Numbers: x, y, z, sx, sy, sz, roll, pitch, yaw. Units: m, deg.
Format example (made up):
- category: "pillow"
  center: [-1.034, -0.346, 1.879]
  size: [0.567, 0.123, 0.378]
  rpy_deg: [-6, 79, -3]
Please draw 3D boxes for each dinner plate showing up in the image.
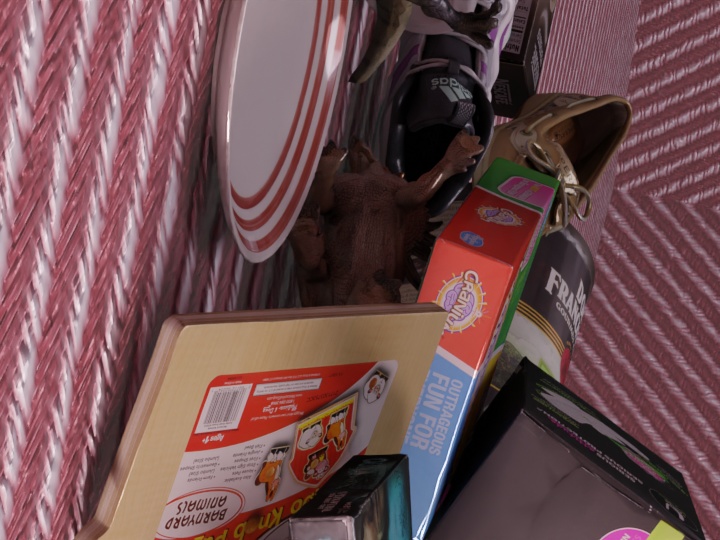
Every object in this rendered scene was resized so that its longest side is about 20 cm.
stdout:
- category: "dinner plate"
  center: [-0.037, -0.104, 0.874]
  size: [0.200, 0.024, 0.202]
  rpy_deg: [12, 90, -81]

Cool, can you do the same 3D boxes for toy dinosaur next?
- category: "toy dinosaur"
  center: [0.033, -0.159, 1.007]
  size: [0.201, 0.087, 0.048]
  rpy_deg: [85, 20, -57]
- category: "toy dinosaur"
  center: [0.000, 0.000, 1.048]
  size: [0.136, 0.085, 0.201]
  rpy_deg: [99, 14, -57]

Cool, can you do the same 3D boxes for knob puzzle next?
- category: "knob puzzle"
  center: [-0.056, 0.103, 0.824]
  size: [0.219, 0.030, 0.221]
  rpy_deg: [-33, 139, -34]

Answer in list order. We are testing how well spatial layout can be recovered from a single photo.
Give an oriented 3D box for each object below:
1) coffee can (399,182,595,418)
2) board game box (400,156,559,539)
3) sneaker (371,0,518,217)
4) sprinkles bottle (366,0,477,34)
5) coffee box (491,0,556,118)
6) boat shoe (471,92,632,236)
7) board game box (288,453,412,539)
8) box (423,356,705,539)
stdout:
- category: "coffee can"
  center: [0.065, 0.064, 1.282]
  size: [0.147, 0.145, 0.201]
  rpy_deg: [89, 17, -51]
- category: "board game box"
  center: [0.053, 0.035, 1.020]
  size: [0.200, 0.040, 0.154]
  rpy_deg: [-51, 159, -71]
- category: "sneaker"
  center: [0.056, -0.120, 1.135]
  size: [0.140, 0.077, 0.202]
  rpy_deg: [-96, -165, -75]
- category: "sprinkles bottle"
  center: [0.057, -0.230, 1.111]
  size: [0.068, 0.068, 0.201]
  rpy_deg: [87, 18, -55]
- category: "coffee box"
  center: [0.100, -0.220, 1.325]
  size: [0.113, 0.079, 0.202]
  rpy_deg: [65, 38, -75]
- category: "boat shoe"
  center: [0.123, -0.071, 1.237]
  size: [0.074, 0.062, 0.200]
  rpy_deg: [69, 28, -21]
- category: "board game box"
  center: [0.003, 0.186, 0.787]
  size: [0.135, 0.028, 0.202]
  rpy_deg: [-27, 113, -79]
- category: "box"
  center: [0.096, 0.153, 1.066]
  size: [0.149, 0.124, 0.200]
  rpy_deg: [-54, 178, 7]
